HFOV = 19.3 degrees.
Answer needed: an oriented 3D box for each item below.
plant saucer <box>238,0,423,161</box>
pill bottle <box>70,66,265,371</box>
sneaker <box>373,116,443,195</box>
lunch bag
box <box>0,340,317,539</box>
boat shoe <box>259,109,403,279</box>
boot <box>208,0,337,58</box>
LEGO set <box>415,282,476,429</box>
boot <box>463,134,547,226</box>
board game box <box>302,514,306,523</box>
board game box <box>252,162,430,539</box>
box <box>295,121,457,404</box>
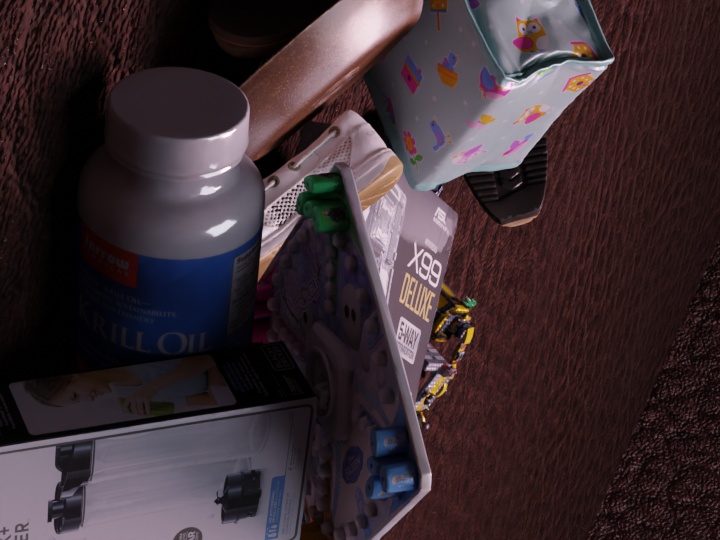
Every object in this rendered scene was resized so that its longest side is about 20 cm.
[{"bbox_3d":[-0.027,-0.129,1.362,0.200,0.037,0.200,-41,-179,1],"label":"plant saucer"},{"bbox_3d":[-0.115,-0.015,1.259,0.112,0.112,0.201,-50,153,-50],"label":"pill bottle"},{"bbox_3d":[0.035,-0.047,1.765,0.147,0.077,0.202,-65,162,-10],"label":"sneaker"},{"bbox_3d":[0.066,-0.184,1.478,0.122,0.201,0.170,-16,163,-29],"label":"lunch bag"},{"bbox_3d":[-0.132,0.116,1.233,0.199,0.060,0.117,-6,126,-23],"label":"box"},{"bbox_3d":[-0.069,-0.035,1.414,0.200,0.069,0.071,-35,169,-9],"label":"boat shoe"},{"bbox_3d":[-0.047,-0.163,1.392,0.200,0.073,0.076,-47,158,-60],"label":"boot"},{"bbox_3d":[0.024,0.104,1.710,0.200,0.116,0.154,-49,150,13],"label":"LEGO set"},{"bbox_3d":[0.109,-0.097,1.812,0.139,0.077,0.201,89,-11,-58],"label":"boot"},{"bbox_3d":[-0.035,0.183,1.478,0.201,0.061,0.200,-67,162,-11],"label":"board game box"},{"bbox_3d":[-0.024,0.067,1.274,0.200,0.026,0.201,127,-47,-61],"label":"board game box"},{"bbox_3d":[0.000,0.000,1.536,0.200,0.050,0.158,38,64,-61],"label":"box"}]
